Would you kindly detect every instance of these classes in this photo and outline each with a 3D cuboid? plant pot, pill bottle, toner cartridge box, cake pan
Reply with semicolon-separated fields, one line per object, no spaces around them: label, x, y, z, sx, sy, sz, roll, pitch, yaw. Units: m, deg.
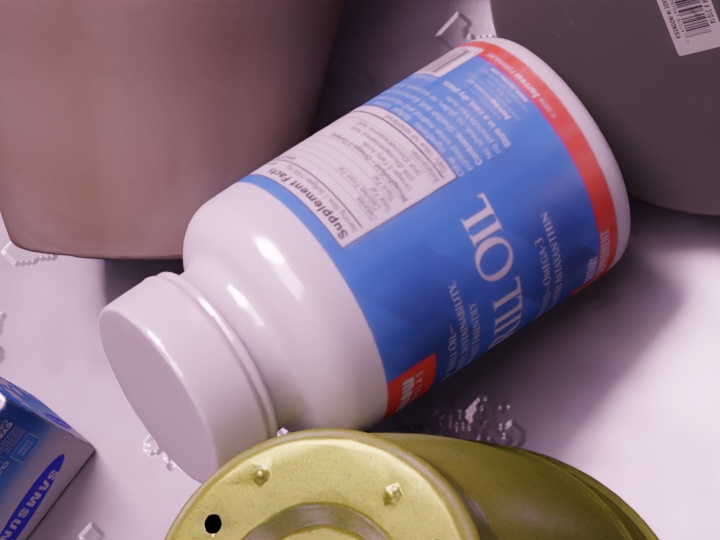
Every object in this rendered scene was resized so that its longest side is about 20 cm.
plant pot;0.012;0.142;1.129;0.200;0.193;0.201;-6;72;17
pill bottle;0.000;0.000;1.184;0.200;0.112;0.112;-33;64;-20
toner cartridge box;-0.205;0.133;1.261;0.043;0.095;0.200;37;89;23
cake pan;0.135;-0.107;1.178;0.200;0.037;0.201;15;123;25
plant pot;-0.092;-0.097;1.246;0.200;0.200;0.174;4;98;20
